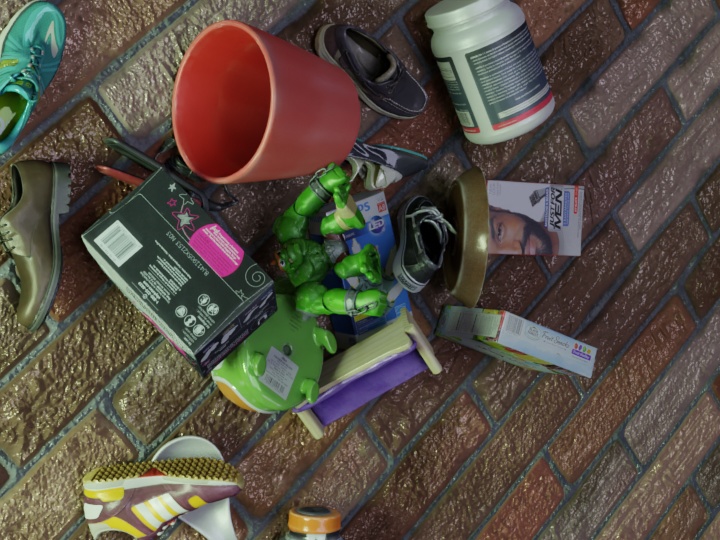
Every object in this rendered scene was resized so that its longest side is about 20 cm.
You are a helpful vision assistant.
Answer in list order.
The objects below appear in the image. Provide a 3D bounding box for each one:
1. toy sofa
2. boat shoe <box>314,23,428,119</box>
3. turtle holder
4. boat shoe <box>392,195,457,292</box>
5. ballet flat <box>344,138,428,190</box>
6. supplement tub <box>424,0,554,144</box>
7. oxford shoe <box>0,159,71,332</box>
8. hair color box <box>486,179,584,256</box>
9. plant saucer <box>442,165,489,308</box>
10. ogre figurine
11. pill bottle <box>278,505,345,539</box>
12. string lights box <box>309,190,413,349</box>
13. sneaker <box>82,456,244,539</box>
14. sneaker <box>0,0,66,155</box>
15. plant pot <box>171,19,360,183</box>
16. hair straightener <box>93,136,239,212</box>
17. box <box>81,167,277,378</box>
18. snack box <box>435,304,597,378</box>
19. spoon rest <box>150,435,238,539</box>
[{"bbox_3d":[0.003,0.144,1.597,0.199,0.098,0.083,-30,115,9],"label":"toy sofa"},{"bbox_3d":[0.025,-0.273,1.651,0.200,0.065,0.072,35,73,-32],"label":"boat shoe"},{"bbox_3d":[-0.124,0.091,1.535,0.140,0.131,0.187,8,73,-43],"label":"turtle holder"},{"bbox_3d":[0.090,-0.053,1.653,0.074,0.068,0.200,40,31,-12],"label":"boat shoe"},{"bbox_3d":[0.002,-0.148,1.644,0.199,0.073,0.074,16,85,-28],"label":"ballet flat"},{"bbox_3d":[0.184,-0.295,1.713,0.140,0.140,0.201,-35,113,-27],"label":"supplement tub"},{"bbox_3d":[-0.389,-0.030,1.388,0.084,0.073,0.201,7,78,-32],"label":"oxford shoe"},{"bbox_3d":[0.247,-0.079,1.822,0.199,0.064,0.112,0,95,-33],"label":"hair color box"},{"bbox_3d":[0.144,-0.047,1.691,0.034,0.200,0.202,2,93,-6],"label":"plant saucer"},{"bbox_3d":[-0.043,-0.021,1.493,0.201,0.119,0.098,64,21,3],"label":"ogre figurine"},{"bbox_3d":[-0.067,0.423,1.621,0.106,0.106,0.202,1,94,-34],"label":"pill bottle"},{"bbox_3d":[0.000,0.000,1.660,0.102,0.059,0.201,-22,106,-30],"label":"string lights box"},{"bbox_3d":[-0.240,0.286,1.478,0.199,0.075,0.091,-2,101,3],"label":"sneaker"},{"bbox_3d":[-0.383,-0.215,1.366,0.077,0.079,0.201,27,78,-33],"label":"sneaker"},{"bbox_3d":[-0.109,-0.199,1.501,0.177,0.200,0.202,3,92,-46],"label":"plant pot"},{"bbox_3d":[-0.233,-0.128,1.500,0.199,0.041,0.077,21,83,-34],"label":"hair straightener"},{"bbox_3d":[-0.211,0.006,1.419,0.132,0.115,0.200,-43,76,-13],"label":"box"},{"bbox_3d":[0.231,0.105,1.777,0.199,0.142,0.053,22,81,-33],"label":"snack box"},{"bbox_3d":[-0.199,0.301,1.542,0.099,0.061,0.201,-32,113,-14],"label":"spoon rest"}]
